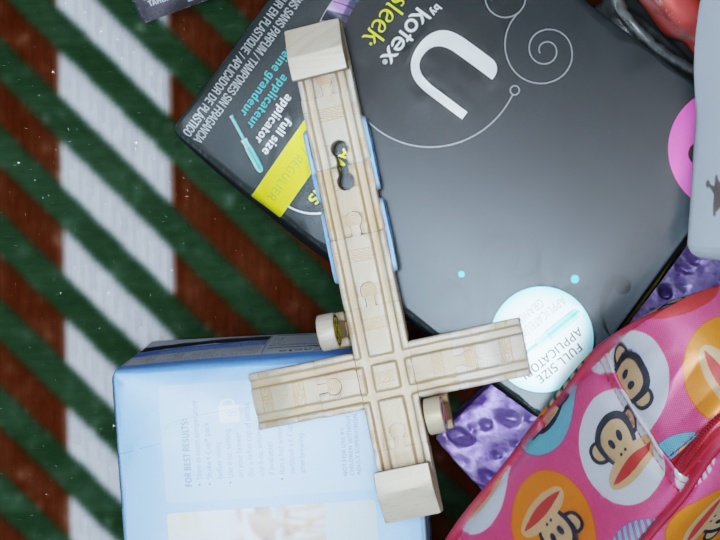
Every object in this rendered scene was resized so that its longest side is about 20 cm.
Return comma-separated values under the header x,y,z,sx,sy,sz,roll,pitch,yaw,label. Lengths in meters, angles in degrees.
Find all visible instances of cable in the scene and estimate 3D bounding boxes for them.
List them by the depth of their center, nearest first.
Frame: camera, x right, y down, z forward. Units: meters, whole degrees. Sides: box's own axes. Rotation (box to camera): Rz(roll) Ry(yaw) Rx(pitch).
x,y,z,sx,sy,sz,roll,pitch,yaw,label
0.179,-0.087,0.919,0.200,0.097,0.050,49,135,2,cable

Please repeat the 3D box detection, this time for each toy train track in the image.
x,y,z,sx,sy,sz,roll,pitch,yaw,label
0.000,0.000,0.804,0.113,0.033,0.202,-12,88,9,toy train track

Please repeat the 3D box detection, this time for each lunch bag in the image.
x,y,z,sx,sy,sz,roll,pitch,yaw,label
0.141,0.086,0.836,0.082,0.175,0.201,56,129,27,lunch bag

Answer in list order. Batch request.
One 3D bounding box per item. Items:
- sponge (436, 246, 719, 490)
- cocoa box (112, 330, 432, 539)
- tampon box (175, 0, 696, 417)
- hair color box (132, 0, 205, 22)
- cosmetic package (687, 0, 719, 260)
x,y,z,sx,sy,sz,roll,pitch,yaw,label
0.141,0.050,0.948,0.200,0.030,0.112,-44,91,2,sponge
-0.033,0.132,0.897,0.132,0.131,0.202,-4,92,1,cocoa box
0.048,-0.052,0.881,0.199,0.126,0.150,36,90,7,tampon box
-0.084,-0.209,0.859,0.099,0.201,0.061,-21,49,0,hair color box
0.251,-0.079,0.761,0.198,0.165,0.167,1,93,-26,cosmetic package
